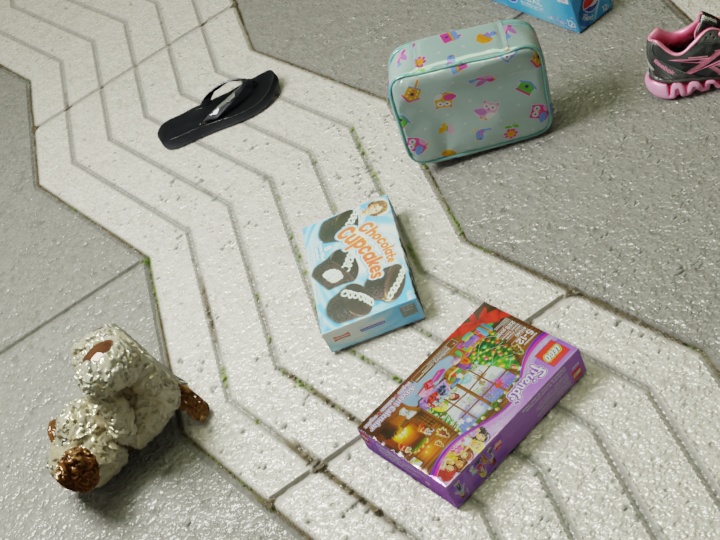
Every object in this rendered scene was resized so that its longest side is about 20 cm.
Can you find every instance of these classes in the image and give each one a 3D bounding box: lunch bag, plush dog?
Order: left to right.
[{"bbox_3d":[-0.281,0.171,1.380,0.172,0.160,0.200,-50,15,-6],"label":"plush dog"},{"bbox_3d":[0.132,-0.217,1.529,0.200,0.160,0.077,-12,46,8],"label":"lunch bag"}]

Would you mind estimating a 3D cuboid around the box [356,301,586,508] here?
[{"bbox_3d":[0.112,0.130,1.253,0.200,0.039,0.137,-43,43,-19],"label":"box"}]

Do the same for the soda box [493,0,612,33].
[{"bbox_3d":[0.255,-0.400,1.728,0.068,0.064,0.200,-39,41,-14],"label":"soda box"}]

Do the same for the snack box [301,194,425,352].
[{"bbox_3d":[0.000,0.000,1.458,0.116,0.037,0.200,-22,40,6],"label":"snack box"}]

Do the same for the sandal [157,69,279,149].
[{"bbox_3d":[-0.212,-0.243,1.834,0.200,0.043,0.076,-28,40,-1],"label":"sandal"}]

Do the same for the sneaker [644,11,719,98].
[{"bbox_3d":[0.431,-0.266,1.462,0.200,0.095,0.079,-8,41,19],"label":"sneaker"}]
